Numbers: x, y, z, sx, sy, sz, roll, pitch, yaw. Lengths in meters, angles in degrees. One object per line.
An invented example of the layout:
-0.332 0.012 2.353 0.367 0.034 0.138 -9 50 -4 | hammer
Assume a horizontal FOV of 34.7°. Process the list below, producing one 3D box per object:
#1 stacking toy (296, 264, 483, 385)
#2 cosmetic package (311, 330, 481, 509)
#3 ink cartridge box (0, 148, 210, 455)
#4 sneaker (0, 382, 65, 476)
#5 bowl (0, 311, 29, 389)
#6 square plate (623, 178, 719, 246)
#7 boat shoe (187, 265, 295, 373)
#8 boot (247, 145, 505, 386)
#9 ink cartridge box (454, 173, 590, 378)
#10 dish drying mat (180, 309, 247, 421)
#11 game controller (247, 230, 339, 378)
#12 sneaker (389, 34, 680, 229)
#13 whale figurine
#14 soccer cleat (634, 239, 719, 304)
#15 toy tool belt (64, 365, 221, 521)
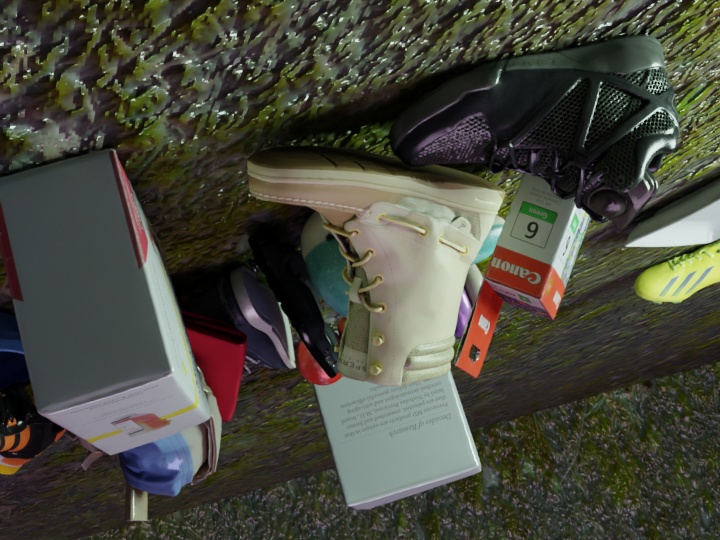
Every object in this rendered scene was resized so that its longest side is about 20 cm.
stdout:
0.029 0.057 1.139 0.198 0.086 0.085 -26 167 -11 | stacking toy
0.040 0.170 1.406 0.164 0.203 0.167 -18 167 3 | cosmetic package
-0.164 0.029 0.754 0.082 0.147 0.200 -17 166 -6 | ink cartridge box
-0.299 0.116 0.942 0.089 0.070 0.200 -33 165 0 | sneaker
-0.360 0.080 0.924 0.198 0.040 0.201 -17 166 -4 | bowl
0.419 -0.077 1.285 0.196 0.029 0.199 -4 160 -45 | square plate
-0.104 0.054 1.059 0.061 0.076 0.200 -20 164 4 | boat shoe
0.000 0.000 0.792 0.198 0.158 0.073 5 -164 -36 | boot
0.136 -0.008 0.892 0.050 0.203 0.109 19 176 17 | ink cartridge box
-0.143 0.088 1.033 0.076 0.018 0.201 16 153 -3 | dish drying mat
-0.052 0.033 0.981 0.042 0.106 0.200 -21 165 0 | game controller
0.122 -0.080 0.756 0.196 0.116 0.076 -12 163 -13 | sneaker
0.045 -0.009 0.934 0.158 0.105 0.199 -28 160 36 | whale figurine
0.466 -0.011 1.560 0.197 0.065 0.084 -13 136 -1 | soccer cleat
-0.189 0.126 0.974 0.123 0.124 0.201 16 149 21 | toy tool belt
